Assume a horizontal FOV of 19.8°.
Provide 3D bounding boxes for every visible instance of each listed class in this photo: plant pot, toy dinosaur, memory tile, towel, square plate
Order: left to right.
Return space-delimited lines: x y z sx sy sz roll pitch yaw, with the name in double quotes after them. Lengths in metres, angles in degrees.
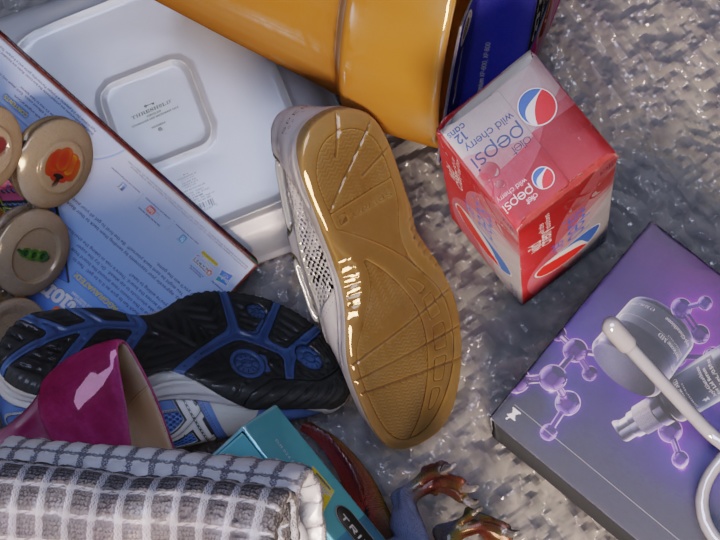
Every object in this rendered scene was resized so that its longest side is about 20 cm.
-0.227 -0.017 1.051 0.017 0.200 0.154 26 101 40 "memory tile"
-0.101 0.182 0.931 0.165 0.086 0.201 2 101 16 "towel"
-0.114 -0.087 1.185 0.199 0.028 0.199 -22 77 0 "square plate"
-0.016 -0.186 1.111 0.183 0.200 0.201 16 80 9 "plant pot"
0.020 0.199 1.075 0.199 0.105 0.182 16 63 36 "toy dinosaur"

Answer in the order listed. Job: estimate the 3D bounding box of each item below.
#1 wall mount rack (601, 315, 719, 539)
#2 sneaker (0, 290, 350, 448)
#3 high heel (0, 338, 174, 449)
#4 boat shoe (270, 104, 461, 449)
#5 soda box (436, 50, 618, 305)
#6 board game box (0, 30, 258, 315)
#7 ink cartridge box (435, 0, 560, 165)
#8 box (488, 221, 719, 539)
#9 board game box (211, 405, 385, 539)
0.223 0.043 1.031 0.174 0.075 0.200 39 81 11 "wall mount rack"
-0.103 0.062 1.126 0.199 0.077 0.076 2 46 -18 "sneaker"
-0.089 0.123 1.052 0.096 0.067 0.200 -38 99 29 "high heel"
0.000 0.000 1.119 0.071 0.069 0.201 -25 113 -23 "boat shoe"
0.087 -0.042 1.071 0.063 0.200 0.070 -37 78 -2 "soda box"
-0.164 -0.033 1.135 0.200 0.019 0.103 42 93 -13 "board game box"
0.085 -0.149 1.101 0.037 0.095 0.200 17 46 9 "ink cartridge box"
0.188 0.094 1.100 0.200 0.079 0.141 39 86 11 "box"
-0.036 0.190 0.986 0.151 0.047 0.200 -41 85 21 "board game box"
